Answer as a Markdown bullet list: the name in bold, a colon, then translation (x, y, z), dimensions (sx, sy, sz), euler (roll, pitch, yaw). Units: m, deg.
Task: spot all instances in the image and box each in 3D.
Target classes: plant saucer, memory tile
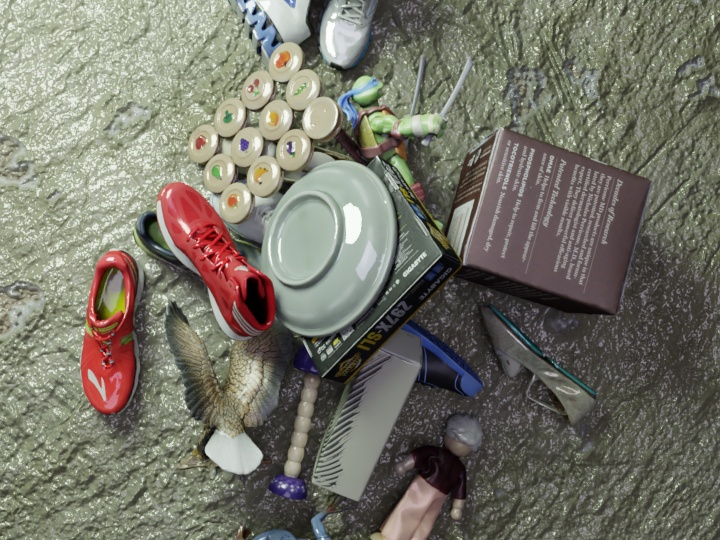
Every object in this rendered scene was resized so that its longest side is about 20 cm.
- **plant saucer**: translation (-0.050, -0.031, 0.891), dimensions (0.197, 0.050, 0.206), euler (-13, 68, 35)
- **memory tile**: translation (-0.120, -0.166, 0.970), dimensions (0.199, 0.017, 0.155), euler (-40, 64, 16)

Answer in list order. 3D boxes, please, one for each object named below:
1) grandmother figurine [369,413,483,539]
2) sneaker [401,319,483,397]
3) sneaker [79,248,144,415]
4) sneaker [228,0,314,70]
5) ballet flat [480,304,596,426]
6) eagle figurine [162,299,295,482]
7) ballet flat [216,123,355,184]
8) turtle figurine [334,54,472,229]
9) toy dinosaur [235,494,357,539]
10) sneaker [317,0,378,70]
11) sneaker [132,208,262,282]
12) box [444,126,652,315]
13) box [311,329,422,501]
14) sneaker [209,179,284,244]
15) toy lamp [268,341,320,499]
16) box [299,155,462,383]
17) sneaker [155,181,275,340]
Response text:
- **grandmother figurine**: translation (0.090, 0.272, 1.027), dimensions (0.121, 0.060, 0.202), euler (40, 81, -31)
- **sneaker**: translation (0.062, 0.113, 1.025), dimensions (0.198, 0.070, 0.079), euler (36, 99, -4)
- **sneaker**: translation (-0.309, 0.075, 0.972), dimensions (0.075, 0.085, 0.206), euler (2, 88, -5)
- **sneaker**: translation (-0.115, -0.368, 1.014), dimensions (0.114, 0.080, 0.203), euler (-30, 98, -10)
- **ballet flat**: translation (0.221, 0.128, 1.040), dimensions (0.199, 0.067, 0.063), euler (40, 95, -3)
- **eagle figurine**: translation (-0.167, 0.141, 0.968), dimensions (0.147, 0.151, 0.206), euler (8, 93, 15)
- **ballet flat**: translation (-0.094, -0.143, 1.011), dimensions (0.195, 0.069, 0.071), euler (14, 87, -5)
- **turtle figurine**: translation (0.075, -0.154, 0.986), dimensions (0.198, 0.142, 0.198), euler (-28, 113, -35)
- **toy dinosaur**: translation (-0.063, 0.361, 0.965), dimensions (0.177, 0.199, 0.108), euler (1, 105, 25)
- **sneaker**: translation (-0.004, -0.358, 1.017), dimensions (0.073, 0.087, 0.205), euler (16, 88, -7)
- **sneaker**: translation (-0.192, -0.019, 0.989), dimensions (0.196, 0.081, 0.076), euler (20, 87, -5)
- **box**: translation (0.217, -0.053, 0.991), dimensions (0.195, 0.166, 0.168), euler (17, 86, -6)
- **box**: translation (0.008, 0.169, 0.971), dimensions (0.067, 0.082, 0.204), euler (21, 109, -3)
- **sneaker**: translation (-0.096, -0.060, 1.005), dimensions (0.196, 0.071, 0.075), euler (23, 86, -5)
- **toy lamp**: translation (-0.072, 0.179, 1.010), dimensions (0.057, 0.058, 0.205), euler (14, 87, -5)
- **box**: translation (0.000, 0.000, 0.904), dimensions (0.200, 0.049, 0.161), euler (-46, 51, 18)
- **sneaker**: translation (-0.151, -0.019, 0.904), dimensions (0.078, 0.115, 0.202), euler (-38, 101, -28)
